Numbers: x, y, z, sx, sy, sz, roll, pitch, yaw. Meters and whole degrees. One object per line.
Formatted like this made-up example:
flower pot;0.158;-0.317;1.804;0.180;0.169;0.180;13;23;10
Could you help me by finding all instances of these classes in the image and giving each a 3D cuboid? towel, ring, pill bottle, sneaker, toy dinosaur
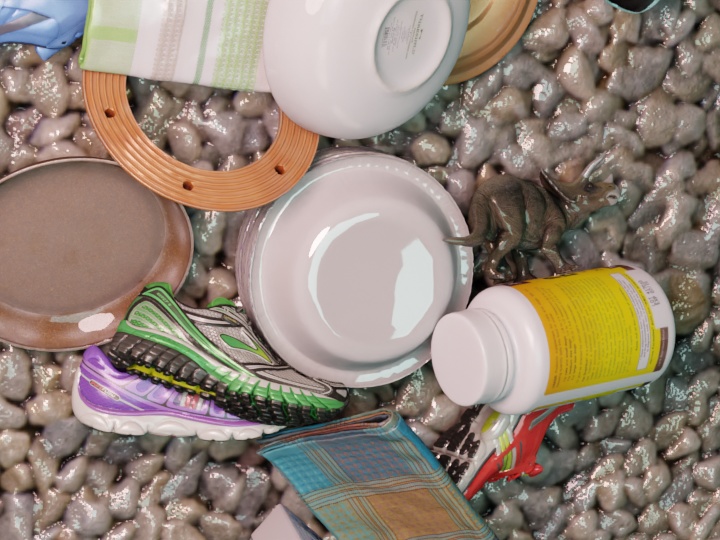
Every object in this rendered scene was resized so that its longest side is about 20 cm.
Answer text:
towel;0.019;0.197;1.432;0.146;0.022;0.200;-15;128;31
ring;-0.127;-0.134;1.335;0.199;0.019;0.202;11;61;-20
pill bottle;0.162;0.060;1.419;0.199;0.109;0.110;-9;104;-32
sneaker;-0.098;0.067;1.354;0.199;0.078;0.086;23;69;-11
sneaker;0.122;0.169;1.496;0.085;0.077;0.200;40;89;-24
toy dinosaur;0.131;-0.043;1.437;0.199;0.077;0.103;-4;83;-34
towel;-0.110;-0.213;1.295;0.199;0.031;0.150;3;110;-21
sneaker;-0.227;-0.215;1.323;0.199;0.066;0.079;-16;109;-10
sneaker;-0.140;0.096;1.402;0.199;0.081;0.084;4;99;-17

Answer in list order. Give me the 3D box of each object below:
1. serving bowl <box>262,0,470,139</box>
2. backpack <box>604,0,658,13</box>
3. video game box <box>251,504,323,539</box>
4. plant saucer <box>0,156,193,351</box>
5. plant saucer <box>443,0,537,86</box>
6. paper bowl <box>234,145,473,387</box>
serving bowl;0.019;-0.191;1.313;0.199;0.066;0.201;-24;129;-34
backpack;0.195;-0.329;1.351;0.199;0.176;0.154;16;57;-23
video game box;0.000;0.300;1.421;0.047;0.200;0.182;-45;108;-1
plant saucer;-0.234;-0.017;1.341;0.199;0.032;0.201;-10;132;-12
plant saucer;0.062;-0.255;1.412;0.199;0.032;0.202;-3;103;-15
paper bowl;0.000;0.000;1.410;0.199;0.104;0.202;-3;101;-16
